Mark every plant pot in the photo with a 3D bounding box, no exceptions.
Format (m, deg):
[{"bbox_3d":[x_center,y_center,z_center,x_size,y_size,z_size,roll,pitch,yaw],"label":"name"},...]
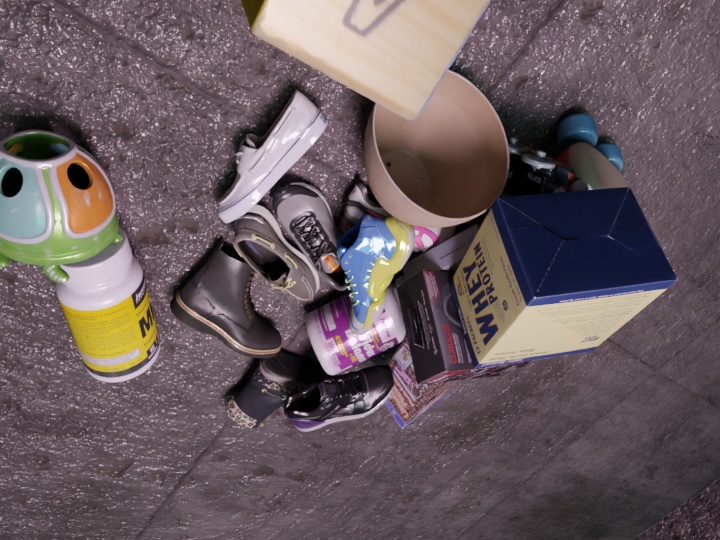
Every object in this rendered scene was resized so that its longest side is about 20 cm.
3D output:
[{"bbox_3d":[0.082,-0.143,0.749,0.193,0.208,0.134,1,165,-21],"label":"plant pot"}]

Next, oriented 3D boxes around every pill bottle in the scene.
[{"bbox_3d":[-0.349,0.045,0.769,0.110,0.116,0.205,-8,131,-14],"label":"pill bottle"},{"bbox_3d":[0.013,0.085,0.943,0.195,0.114,0.114,-26,133,2],"label":"pill bottle"}]

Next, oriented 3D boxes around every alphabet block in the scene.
[{"bbox_3d":[0.004,-0.311,0.559,0.195,0.198,0.199,18,119,-31],"label":"alphabet block"}]

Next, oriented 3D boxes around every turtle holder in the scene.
[{"bbox_3d":[-0.371,-0.092,0.649,0.139,0.183,0.135,-30,144,-39],"label":"turtle holder"}]

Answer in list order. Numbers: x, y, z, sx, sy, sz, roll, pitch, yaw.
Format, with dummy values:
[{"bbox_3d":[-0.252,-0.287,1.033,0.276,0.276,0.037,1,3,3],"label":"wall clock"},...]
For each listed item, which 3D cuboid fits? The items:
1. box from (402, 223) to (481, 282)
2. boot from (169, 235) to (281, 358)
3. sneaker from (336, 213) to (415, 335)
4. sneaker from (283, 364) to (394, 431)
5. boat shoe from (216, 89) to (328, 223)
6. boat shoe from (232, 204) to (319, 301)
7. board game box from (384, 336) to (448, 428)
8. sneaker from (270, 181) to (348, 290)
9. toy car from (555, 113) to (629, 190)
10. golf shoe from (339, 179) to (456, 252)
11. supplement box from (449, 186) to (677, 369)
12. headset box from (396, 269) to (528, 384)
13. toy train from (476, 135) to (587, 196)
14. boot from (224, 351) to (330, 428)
[{"bbox_3d":[0.185,-0.010,0.907,0.154,0.043,0.196,-29,156,38],"label":"box"},{"bbox_3d":[-0.176,0.048,0.870,0.197,0.078,0.139,29,110,-37],"label":"boot"},{"bbox_3d":[0.000,0.000,0.822,0.102,0.077,0.204,19,117,-12],"label":"sneaker"},{"bbox_3d":[-0.035,0.211,0.939,0.194,0.077,0.088,-24,150,0],"label":"sneaker"},{"bbox_3d":[-0.130,-0.150,0.732,0.199,0.074,0.065,-43,115,12],"label":"boat shoe"},{"bbox_3d":[-0.125,-0.009,0.831,0.070,0.062,0.203,-10,139,23],"label":"boat shoe"},{"bbox_3d":[0.134,0.162,0.993,0.157,0.098,0.202,-24,155,-37],"label":"board game box"},{"bbox_3d":[-0.061,-0.049,0.826,0.072,0.081,0.201,-30,131,9],"label":"sneaker"},{"bbox_3d":[0.316,-0.102,0.899,0.174,0.191,0.197,24,147,-35],"label":"toy car"},{"bbox_3d":[0.068,-0.084,0.850,0.193,0.074,0.094,4,128,-24],"label":"golf shoe"},{"bbox_3d":[0.246,0.015,0.729,0.192,0.138,0.202,-5,150,-13],"label":"supplement box"},{"bbox_3d":[0.148,0.085,0.851,0.194,0.154,0.077,4,155,-35],"label":"headset box"},{"bbox_3d":[0.225,-0.141,0.786,0.111,0.200,0.088,-2,119,-32],"label":"toy train"},{"bbox_3d":[-0.139,0.235,1.041,0.200,0.075,0.154,28,119,-36],"label":"boot"}]
